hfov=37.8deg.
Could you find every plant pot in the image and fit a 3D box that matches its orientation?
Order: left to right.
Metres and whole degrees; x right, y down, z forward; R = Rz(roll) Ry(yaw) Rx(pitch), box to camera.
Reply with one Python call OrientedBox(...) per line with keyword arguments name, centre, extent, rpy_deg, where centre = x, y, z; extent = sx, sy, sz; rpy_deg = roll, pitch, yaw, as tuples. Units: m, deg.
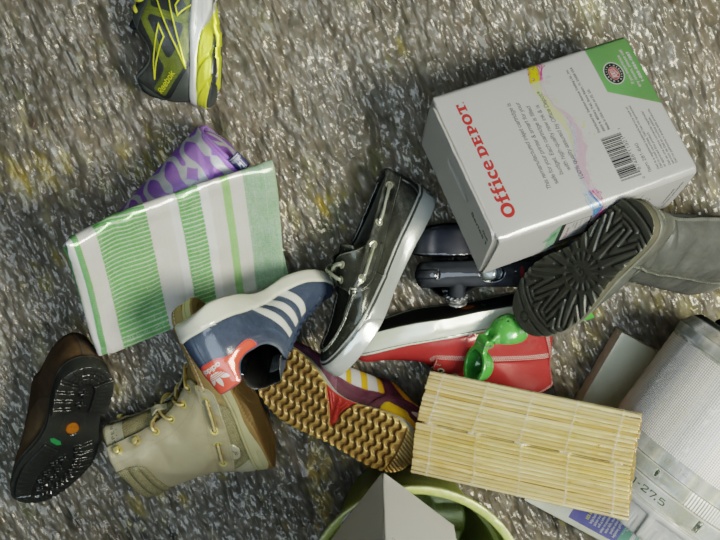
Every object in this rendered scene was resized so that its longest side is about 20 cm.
OrientedBox(name="plant pot", centre=(0.047, 0.270, 1.004), extent=(0.198, 0.184, 0.203), rpy_deg=(0, 99, 0))

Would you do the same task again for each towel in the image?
OrientedBox(name="towel", centre=(-0.163, -0.008, 0.971), extent=(0.198, 0.023, 0.154), rpy_deg=(-20, 135, -17))

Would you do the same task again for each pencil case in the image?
OrientedBox(name="pencil case", centre=(-0.182, -0.046, 1.004), extent=(0.200, 0.084, 0.085), rpy_deg=(-44, 121, 8))

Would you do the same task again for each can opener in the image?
OrientedBox(name="can opener", centre=(0.148, -0.001, 1.020), extent=(0.198, 0.063, 0.080), rpy_deg=(4, 99, -1))

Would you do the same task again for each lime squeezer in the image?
OrientedBox(name="lime squeezer", centre=(0.129, 0.084, 0.995), extent=(0.200, 0.038, 0.071), rpy_deg=(-43, 137, -4))

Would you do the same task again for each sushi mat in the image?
OrientedBox(name="sushi mat", centre=(0.146, 0.154, 0.940), extent=(0.198, 0.012, 0.097), rpy_deg=(10, 75, 14))

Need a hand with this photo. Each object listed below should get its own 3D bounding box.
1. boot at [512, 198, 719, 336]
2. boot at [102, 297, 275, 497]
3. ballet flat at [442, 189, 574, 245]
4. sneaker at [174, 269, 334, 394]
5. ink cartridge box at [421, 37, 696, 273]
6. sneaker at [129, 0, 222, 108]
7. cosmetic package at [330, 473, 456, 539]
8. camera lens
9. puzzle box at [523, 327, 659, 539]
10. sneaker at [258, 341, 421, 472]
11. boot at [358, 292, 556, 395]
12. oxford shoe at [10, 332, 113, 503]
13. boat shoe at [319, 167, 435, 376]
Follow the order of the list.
OrientedBox(name="boot", centre=(0.259, 0.001, 0.981), extent=(0.182, 0.199, 0.073), rpy_deg=(-39, 66, 33))
OrientedBox(name="boot", centre=(-0.182, 0.129, 1.016), extent=(0.154, 0.073, 0.201), rpy_deg=(-16, 123, 8))
OrientedBox(name="ballet flat", centre=(0.177, -0.071, 1.013), extent=(0.198, 0.071, 0.071), rpy_deg=(17, 99, -5))
OrientedBox(name="sneaker", centre=(-0.082, 0.059, 0.967), extent=(0.075, 0.199, 0.085), rpy_deg=(-33, 83, 37))
OrientedBox(name="ink cartridge box", centre=(0.172, -0.104, 0.945), extent=(0.198, 0.084, 0.146), rpy_deg=(-19, 72, -12))
OrientedBox(name="sneaker", centre=(-0.172, -0.251, 0.969), extent=(0.084, 0.074, 0.202), rpy_deg=(0, 100, 0))
OrientedBox(name="cosmetic package", centre=(0.018, 0.250, 0.806), extent=(0.085, 0.200, 0.108), rpy_deg=(35, 99, -4))
OrientedBox(name="camera lens", centre=(0.318, 0.155, 0.974), extent=(0.159, 0.160, 0.201), rpy_deg=(34, 98, -6))
OrientedBox(name="puzzle box", centre=(0.267, 0.176, 1.071), extent=(0.132, 0.025, 0.201), rpy_deg=(28, 98, -6))
OrientedBox(name="sneaker", centre=(-0.016, 0.129, 1.040), extent=(0.199, 0.090, 0.075), rpy_deg=(32, 107, 21))
OrientedBox(name="boot", centre=(0.096, 0.107, 1.037), extent=(0.198, 0.072, 0.146), rpy_deg=(-7, 101, -3))
OrientedBox(name="oxford shoe", centre=(-0.299, 0.147, 1.042), extent=(0.072, 0.085, 0.201), rpy_deg=(11, 120, -37))
OrientedBox(name="boat shoe", centre=(0.000, 0.000, 1.000), extent=(0.063, 0.071, 0.201), rpy_deg=(29, 78, -19))
